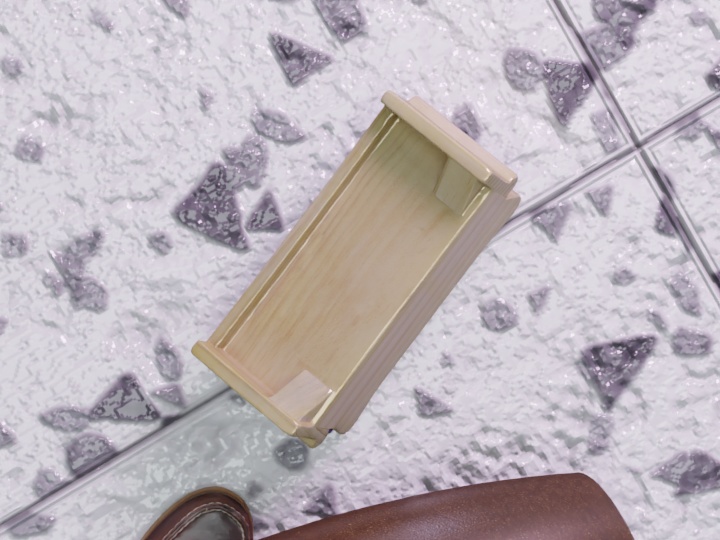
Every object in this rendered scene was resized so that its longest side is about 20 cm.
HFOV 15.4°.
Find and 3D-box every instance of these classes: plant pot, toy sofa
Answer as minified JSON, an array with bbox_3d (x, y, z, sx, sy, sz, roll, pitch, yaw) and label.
[{"bbox_3d":[0.060,0.200,1.538,0.199,0.187,0.188,-25,101,-14],"label":"plant pot"},{"bbox_3d":[0.000,0.000,1.543,0.083,0.098,0.200,39,96,15],"label":"toy sofa"}]

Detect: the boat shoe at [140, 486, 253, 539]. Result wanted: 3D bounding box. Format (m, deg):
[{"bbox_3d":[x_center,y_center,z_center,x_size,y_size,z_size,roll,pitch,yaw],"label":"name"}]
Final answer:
[{"bbox_3d":[-0.126,0.222,1.570,0.070,0.070,0.200,31,95,-7],"label":"boat shoe"}]
